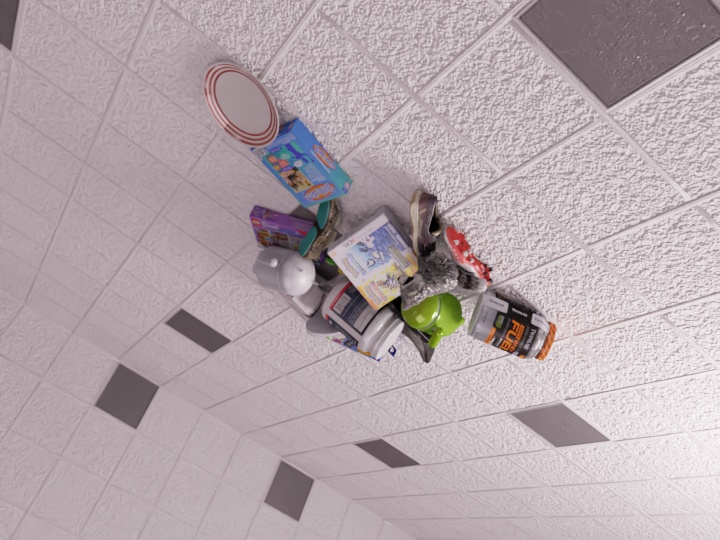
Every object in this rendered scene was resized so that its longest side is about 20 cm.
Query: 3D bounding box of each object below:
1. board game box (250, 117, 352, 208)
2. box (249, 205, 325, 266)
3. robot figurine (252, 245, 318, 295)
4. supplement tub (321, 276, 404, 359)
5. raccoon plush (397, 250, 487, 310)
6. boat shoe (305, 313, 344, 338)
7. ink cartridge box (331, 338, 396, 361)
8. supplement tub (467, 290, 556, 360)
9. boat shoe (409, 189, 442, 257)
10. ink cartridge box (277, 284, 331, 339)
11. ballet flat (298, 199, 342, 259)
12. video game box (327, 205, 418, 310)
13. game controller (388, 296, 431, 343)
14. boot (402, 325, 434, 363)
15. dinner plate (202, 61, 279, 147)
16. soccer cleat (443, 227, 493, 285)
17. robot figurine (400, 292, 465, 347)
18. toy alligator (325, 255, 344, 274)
[{"bbox_3d":[-0.134,-0.238,1.507,0.150,0.046,0.200,-11,133,42],"label":"board game box"},{"bbox_3d":[-0.192,-0.091,1.765,0.195,0.040,0.138,17,148,13],"label":"box"},{"bbox_3d":[-0.197,0.001,1.736,0.197,0.116,0.168,13,170,41],"label":"robot figurine"},{"bbox_3d":[0.006,0.125,1.773,0.199,0.140,0.141,39,152,15],"label":"supplement tub"},{"bbox_3d":[0.180,0.041,1.489,0.195,0.136,0.098,14,146,15],"label":"raccoon plush"},{"bbox_3d":[-0.063,0.160,1.863,0.196,0.073,0.067,-11,142,-25],"label":"boat shoe"},{"bbox_3d":[0.022,0.196,2.007,0.196,0.078,0.137,22,148,2],"label":"ink cartridge box"},{"bbox_3d":[0.375,0.141,1.642,0.196,0.124,0.123,21,148,4],"label":"supplement tub"},{"bbox_3d":[0.155,-0.095,1.498,0.063,0.073,0.203,13,141,25],"label":"boat shoe"},{"bbox_3d":[-0.151,0.087,1.907,0.145,0.084,0.201,28,161,51],"label":"ink cartridge box"},{"bbox_3d":[-0.087,-0.106,1.637,0.074,0.069,0.202,5,133,-30],"label":"ballet flat"},{"bbox_3d":[0.047,-0.026,1.597,0.180,0.047,0.201,-32,110,26],"label":"video game box"},{"bbox_3d":[0.141,0.106,1.765,0.042,0.106,0.200,-16,131,41],"label":"game controller"},{"bbox_3d":[0.145,0.180,1.921,0.128,0.068,0.203,12,139,28],"label":"boot"},{"bbox_3d":[-0.253,-0.355,1.416,0.196,0.024,0.203,23,142,19],"label":"dinner plate"},{"bbox_3d":[0.236,-0.023,1.550,0.084,0.070,0.200,-19,134,34],"label":"soccer cleat"},{"bbox_3d":[0.182,0.101,1.689,0.115,0.179,0.198,-35,143,28],"label":"robot figurine"},{"bbox_3d":[0.000,0.000,1.760,0.197,0.060,0.055,31,107,-10],"label":"toy alligator"}]
